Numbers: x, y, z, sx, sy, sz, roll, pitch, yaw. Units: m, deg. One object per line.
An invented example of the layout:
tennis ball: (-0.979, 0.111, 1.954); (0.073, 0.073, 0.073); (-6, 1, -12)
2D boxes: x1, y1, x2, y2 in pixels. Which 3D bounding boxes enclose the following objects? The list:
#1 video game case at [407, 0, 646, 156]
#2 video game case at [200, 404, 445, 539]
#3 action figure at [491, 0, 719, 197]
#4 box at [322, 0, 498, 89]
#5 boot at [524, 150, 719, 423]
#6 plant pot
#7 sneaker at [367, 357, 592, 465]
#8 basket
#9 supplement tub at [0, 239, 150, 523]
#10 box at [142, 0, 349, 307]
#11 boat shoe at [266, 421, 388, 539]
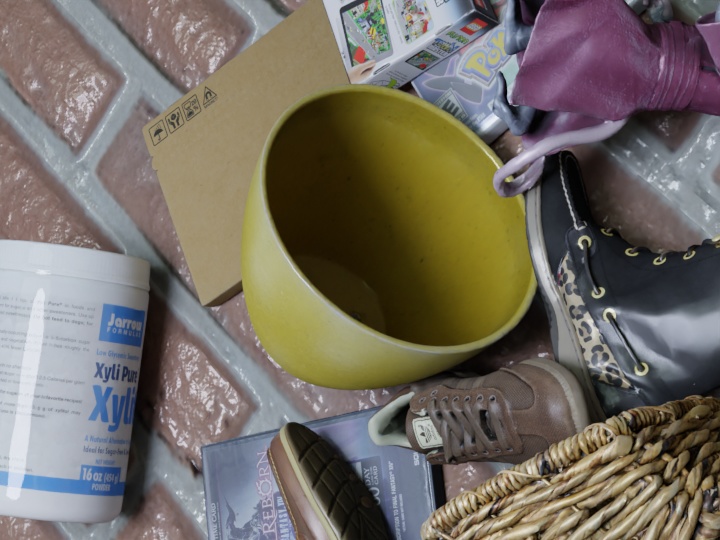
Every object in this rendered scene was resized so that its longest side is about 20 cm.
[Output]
video game case: (0.100, -0.208, 1.146); (0.200, 0.023, 0.183); (-41, 62, 23)
video game case: (-0.027, 0.179, 1.174); (0.198, 0.019, 0.144); (-15, 74, 31)
action figure: (0.182, -0.121, 0.999); (0.198, 0.134, 0.151); (5, 79, 1)
box: (0.015, -0.235, 1.173); (0.110, 0.035, 0.202); (-29, 67, 27)
boot: (0.186, -0.002, 1.024); (0.149, 0.073, 0.202); (-21, 58, 23)
plant pot: (0.000, 0.000, 1.099); (0.142, 0.198, 0.201); (-51, 54, 49)
sneaker: (0.072, 0.100, 1.032); (0.200, 0.075, 0.071); (-14, 94, 68)
basket: (0.151, 0.125, 0.939); (0.148, 0.200, 0.144); (33, 101, 26)
supplement tub: (-0.234, 0.085, 1.262); (0.131, 0.131, 0.202); (5, 85, 35)
box: (-0.068, -0.089, 1.242); (0.199, 0.021, 0.165); (-33, 65, 26)
boat shoe: (-0.017, 0.196, 1.109); (0.067, 0.072, 0.201); (-39, 65, 21)
